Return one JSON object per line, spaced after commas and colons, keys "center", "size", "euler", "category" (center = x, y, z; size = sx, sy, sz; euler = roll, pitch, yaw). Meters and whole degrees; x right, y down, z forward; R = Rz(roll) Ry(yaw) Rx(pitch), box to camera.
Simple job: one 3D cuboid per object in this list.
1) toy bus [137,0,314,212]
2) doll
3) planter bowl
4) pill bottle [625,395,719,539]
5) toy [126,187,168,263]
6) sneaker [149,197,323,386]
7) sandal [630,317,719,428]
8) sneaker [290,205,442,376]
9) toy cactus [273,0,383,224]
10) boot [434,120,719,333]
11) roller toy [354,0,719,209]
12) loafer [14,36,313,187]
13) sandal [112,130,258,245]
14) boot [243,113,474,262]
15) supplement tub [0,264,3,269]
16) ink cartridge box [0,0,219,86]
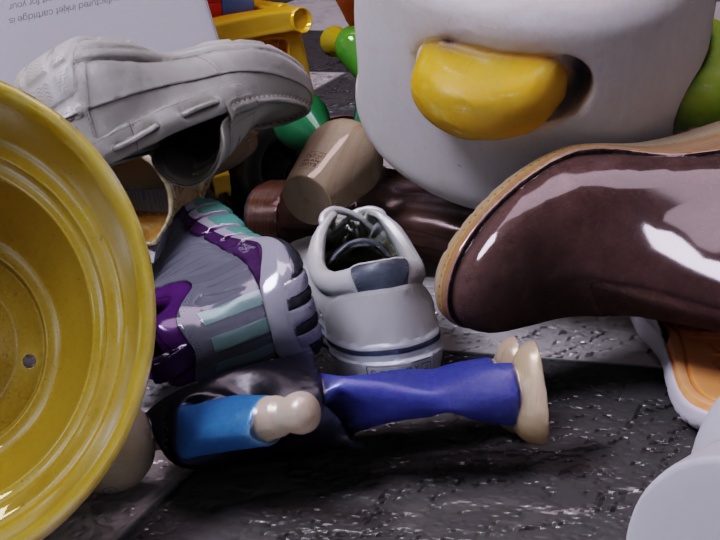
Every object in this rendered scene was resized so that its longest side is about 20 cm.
{"center": [-0.125, -0.127, 1.074], "size": [0.199, 0.194, 0.135], "euler": [-17, 24, -37], "category": "toy bus"}
{"center": [-0.025, 0.059, 0.682], "size": [0.197, 0.049, 0.136], "euler": [-6, 0, -5], "category": "doll"}
{"center": [-0.176, 0.027, 0.657], "size": [0.198, 0.203, 0.084], "euler": [-3, -12, -1], "category": "planter bowl"}
{"center": [0.175, 0.068, 0.525], "size": [0.110, 0.112, 0.199], "euler": [14, 23, 43], "category": "pill bottle"}
{"center": [-0.185, -0.015, 0.943], "size": [0.197, 0.048, 0.115], "euler": [6, 25, -15], "category": "toy"}
{"center": [-0.090, 0.013, 0.800], "size": [0.087, 0.075, 0.200], "euler": [-20, 10, -18], "category": "sneaker"}
{"center": [0.175, 0.015, 0.787], "size": [0.078, 0.060, 0.207], "euler": [-2, 17, 2], "category": "sandal"}
{"center": [0.000, 0.000, 0.841], "size": [0.072, 0.072, 0.200], "euler": [-7, 15, -15], "category": "sneaker"}
{"center": [0.009, -0.087, 0.940], "size": [0.198, 0.103, 0.165], "euler": [17, 39, 18], "category": "toy cactus"}
{"center": [0.149, 0.000, 0.712], "size": [0.198, 0.073, 0.166], "euler": [-24, 36, -17], "category": "boot"}
{"center": [0.084, -0.131, 0.823], "size": [0.198, 0.141, 0.183], "euler": [-22, 46, -22], "category": "roller toy"}
{"center": [-0.089, -0.075, 0.829], "size": [0.070, 0.071, 0.199], "euler": [-25, -8, 36], "category": "loafer"}
{"center": [-0.132, -0.045, 0.911], "size": [0.077, 0.070, 0.210], "euler": [-38, -26, 33], "category": "sandal"}
{"center": [0.051, -0.045, 1.002], "size": [0.198, 0.065, 0.187], "euler": [2, 26, 20], "category": "boot"}
{"center": [-0.245, -0.045, 0.775], "size": [0.199, 0.145, 0.145], "euler": [36, 22, 1], "category": "supplement tub"}
{"center": [-0.175, -0.173, 0.961], "size": [0.144, 0.202, 0.084], "euler": [-15, -9, -18], "category": "ink cartridge box"}
